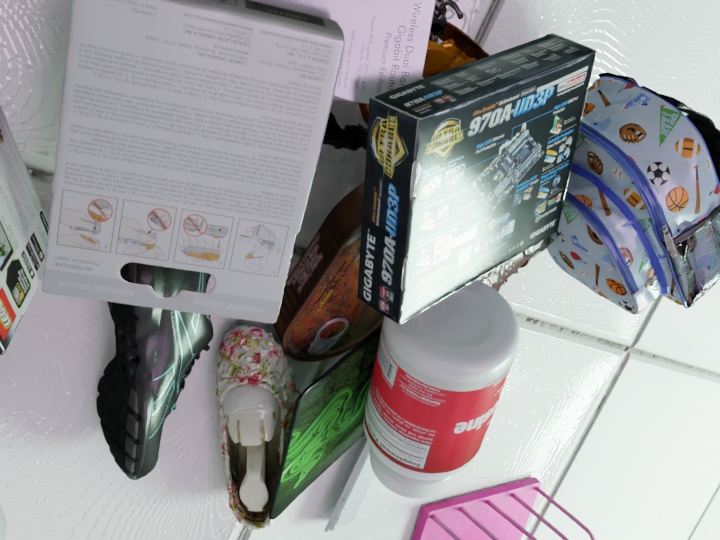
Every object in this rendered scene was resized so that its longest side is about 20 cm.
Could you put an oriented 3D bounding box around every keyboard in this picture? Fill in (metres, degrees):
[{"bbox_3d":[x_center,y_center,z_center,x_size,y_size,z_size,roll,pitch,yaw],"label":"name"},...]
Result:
[{"bbox_3d":[0.018,0.176,0.927,0.056,0.011,0.201,-6,123,-65],"label":"keyboard"}]

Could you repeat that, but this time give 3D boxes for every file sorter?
[{"bbox_3d":[0.165,0.354,1.086,0.199,0.125,0.140,-2,115,-39],"label":"file sorter"}]

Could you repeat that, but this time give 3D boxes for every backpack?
[{"bbox_3d":[0.237,-0.071,0.825,0.153,0.200,0.192,-34,123,-15],"label":"backpack"}]

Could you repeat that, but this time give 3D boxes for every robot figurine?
[{"bbox_3d":[0.033,-0.143,0.710,0.199,0.058,0.145,31,100,-35],"label":"robot figurine"}]

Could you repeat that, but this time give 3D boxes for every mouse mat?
[{"bbox_3d":[-0.008,0.118,0.818,0.200,0.007,0.162,-34,148,-46],"label":"mouse mat"}]

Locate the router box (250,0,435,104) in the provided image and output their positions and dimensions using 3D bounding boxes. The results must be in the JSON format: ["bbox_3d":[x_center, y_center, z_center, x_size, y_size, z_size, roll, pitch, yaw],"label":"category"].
[{"bbox_3d":[-0.036,-0.215,0.583,0.177,0.049,0.202,4,114,-13],"label":"router box"}]

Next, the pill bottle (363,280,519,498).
[{"bbox_3d":[0.062,0.108,0.798,0.112,0.112,0.201,-21,142,-29],"label":"pill bottle"}]

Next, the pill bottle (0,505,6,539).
[{"bbox_3d":[-0.292,0.105,0.560,0.113,0.114,0.202,-25,129,-27],"label":"pill bottle"}]

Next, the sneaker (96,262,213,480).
[{"bbox_3d":[-0.148,0.068,0.689,0.079,0.075,0.202,-8,120,-39],"label":"sneaker"}]

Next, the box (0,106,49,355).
[{"bbox_3d":[-0.234,-0.062,0.517,0.034,0.111,0.201,-5,126,6],"label":"box"}]

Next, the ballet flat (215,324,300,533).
[{"bbox_3d":[-0.087,0.142,0.781,0.075,0.064,0.202,-1,122,2],"label":"ballet flat"}]

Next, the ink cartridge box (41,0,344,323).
[{"bbox_3d":[-0.111,-0.074,0.584,0.161,0.057,0.202,9,119,-15],"label":"ink cartridge box"}]

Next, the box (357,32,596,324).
[{"bbox_3d":[0.085,-0.070,0.669,0.199,0.046,0.160,-27,135,-37],"label":"box"}]

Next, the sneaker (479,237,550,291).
[{"bbox_3d":[0.124,0.009,0.852,0.115,0.076,0.201,-22,145,-27],"label":"sneaker"}]

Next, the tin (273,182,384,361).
[{"bbox_3d":[0.000,0.000,0.753,0.111,0.042,0.201,3,135,-39],"label":"tin"}]
